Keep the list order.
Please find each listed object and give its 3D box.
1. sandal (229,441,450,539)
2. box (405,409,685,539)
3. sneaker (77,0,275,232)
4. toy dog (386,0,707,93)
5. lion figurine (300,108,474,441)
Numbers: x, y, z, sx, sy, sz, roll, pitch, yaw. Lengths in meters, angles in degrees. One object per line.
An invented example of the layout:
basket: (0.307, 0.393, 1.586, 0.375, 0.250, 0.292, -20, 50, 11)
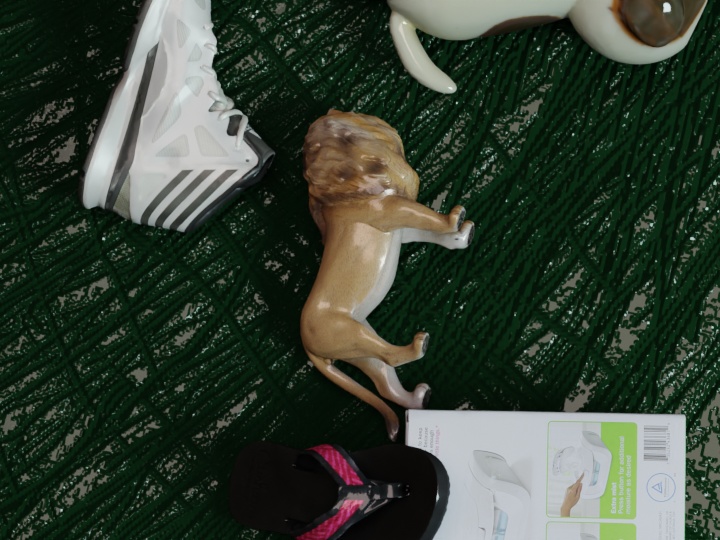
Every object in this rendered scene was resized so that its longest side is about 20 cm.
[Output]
sandal: (-0.024, 0.140, 1.665, 0.200, 0.045, 0.075, 1, 78, 47)
box: (0.113, 0.191, 1.673, 0.176, 0.097, 0.200, 0, 78, 6)
sneaker: (-0.102, -0.119, 1.783, 0.115, 0.076, 0.201, 19, 88, 1)
toy dog: (0.126, -0.199, 1.736, 0.200, 0.140, 0.194, 16, 82, 7)
lion figurine: (0.000, 0.000, 1.740, 0.122, 0.072, 0.200, 15, 84, 16)
